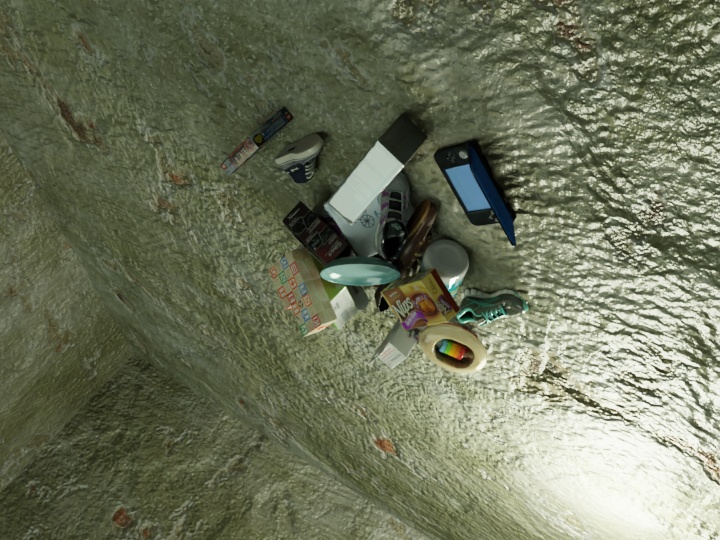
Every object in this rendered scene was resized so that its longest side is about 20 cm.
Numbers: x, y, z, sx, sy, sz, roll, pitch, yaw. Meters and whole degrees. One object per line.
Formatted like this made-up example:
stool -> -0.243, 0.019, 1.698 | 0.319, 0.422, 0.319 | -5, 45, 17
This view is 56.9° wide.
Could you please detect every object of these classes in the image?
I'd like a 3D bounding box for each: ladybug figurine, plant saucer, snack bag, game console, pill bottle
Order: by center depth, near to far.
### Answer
game console -> 0.232, -0.149, 1.363 | 0.169, 0.119, 0.201 | -5, 127, 49
snack bag -> 0.035, -0.126, 1.619 | 0.197, 0.022, 0.190 | -23, 118, 24
plant saucer -> 0.000, 0.000, 1.622 | 0.196, 0.028, 0.200 | 1, 165, 0
pill bottle -> 0.192, 0.023, 1.631 | 0.110, 0.111, 0.201 | 32, 149, 13
ladybug figurine -> 0.250, 0.202, 1.801 | 0.197, 0.072, 0.137 | 26, 124, -1

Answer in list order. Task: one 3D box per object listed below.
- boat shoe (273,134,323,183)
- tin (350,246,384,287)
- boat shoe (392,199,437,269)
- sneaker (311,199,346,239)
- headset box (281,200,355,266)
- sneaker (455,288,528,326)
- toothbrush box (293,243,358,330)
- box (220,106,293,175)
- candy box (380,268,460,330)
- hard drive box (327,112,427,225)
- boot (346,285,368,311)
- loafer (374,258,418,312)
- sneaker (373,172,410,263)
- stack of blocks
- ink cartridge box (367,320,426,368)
boat shoe -> -0.132, -0.274, 1.659 | 0.093, 0.075, 0.199 | 47, 157, -25
tin -> 0.024, -0.009, 1.846 | 0.197, 0.042, 0.113 | 14, 144, 37
boat shoe -> 0.135, -0.082, 1.578 | 0.069, 0.071, 0.201 | 23, 133, -13
sneaker -> -0.035, -0.132, 1.731 | 0.115, 0.073, 0.199 | 52, 158, -25
headset box -> -0.095, -0.069, 1.727 | 0.200, 0.077, 0.149 | 44, 176, 19
sneaker -> 0.315, 0.100, 1.613 | 0.198, 0.092, 0.078 | -3, 130, 49
toothbrush box -> -0.112, 0.047, 1.808 | 0.200, 0.086, 0.146 | 43, 168, 30
box -> -0.262, -0.321, 1.665 | 0.040, 0.137, 0.199 | 49, 148, -12
candy box -> 0.139, 0.071, 1.589 | 0.118, 0.056, 0.199 | 57, 152, -7
hard drive box -> 0.035, -0.214, 1.407 | 0.077, 0.156, 0.200 | 42, 131, -4
boot -> -0.053, 0.029, 1.875 | 0.095, 0.073, 0.202 | 14, 137, 46
loafer -> 0.097, 0.038, 1.742 | 0.072, 0.072, 0.202 | 17, 130, -11
sneaker -> 0.081, -0.116, 1.502 | 0.076, 0.140, 0.204 | 3, 107, -8
stack of blocks -> -0.147, 0.060, 1.694 | 0.115, 0.058, 0.203 | -35, 75, 45
ink cartridge box -> 0.111, 0.195, 1.848 | 0.068, 0.201, 0.115 | 39, 149, -1
